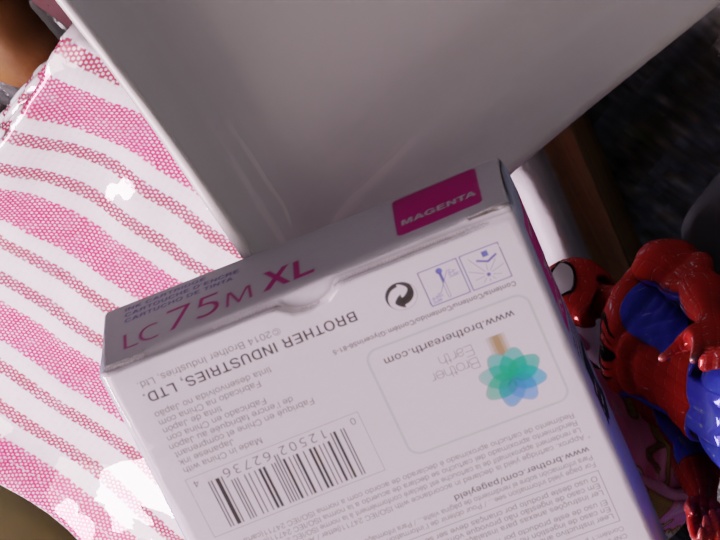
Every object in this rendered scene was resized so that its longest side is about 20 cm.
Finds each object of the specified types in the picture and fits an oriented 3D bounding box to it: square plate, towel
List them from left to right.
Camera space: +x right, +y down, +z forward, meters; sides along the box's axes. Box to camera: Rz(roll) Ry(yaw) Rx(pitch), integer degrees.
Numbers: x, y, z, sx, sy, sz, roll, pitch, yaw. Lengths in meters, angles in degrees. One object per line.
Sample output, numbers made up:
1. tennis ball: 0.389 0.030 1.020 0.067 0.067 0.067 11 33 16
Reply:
1. towel: -0.075 0.018 0.951 0.146 0.030 0.200 32 134 -13
2. square plate: 0.004 -0.118 0.803 0.200 0.198 0.028 54 172 -24

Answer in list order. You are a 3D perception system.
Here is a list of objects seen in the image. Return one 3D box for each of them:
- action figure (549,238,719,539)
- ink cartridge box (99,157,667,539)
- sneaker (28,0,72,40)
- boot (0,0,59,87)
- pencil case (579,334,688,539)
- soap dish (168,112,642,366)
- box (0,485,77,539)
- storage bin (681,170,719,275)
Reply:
1. action figure: 0.104 0.040 0.812 0.200 0.052 0.066 -137 38 -56
2. ink cartridge box: 0.022 0.078 0.833 0.119 0.042 0.200 -21 114 8
3. sneaker: -0.053 -0.097 0.920 0.200 0.076 0.116 23 156 51
4. boot: -0.198 -0.102 1.005 0.200 0.155 0.074 48 146 -16
5. pencil case: 0.018 0.107 0.920 0.083 0.087 0.200 40 108 3
6. soap dish: 0.000 0.000 0.985 0.199 0.081 0.158 -7 129 26
7. box: -0.115 0.152 1.091 0.200 0.078 0.095 38 116 28
8. storage bin: 0.185 -0.012 0.814 0.135 0.145 0.200 59 150 16
